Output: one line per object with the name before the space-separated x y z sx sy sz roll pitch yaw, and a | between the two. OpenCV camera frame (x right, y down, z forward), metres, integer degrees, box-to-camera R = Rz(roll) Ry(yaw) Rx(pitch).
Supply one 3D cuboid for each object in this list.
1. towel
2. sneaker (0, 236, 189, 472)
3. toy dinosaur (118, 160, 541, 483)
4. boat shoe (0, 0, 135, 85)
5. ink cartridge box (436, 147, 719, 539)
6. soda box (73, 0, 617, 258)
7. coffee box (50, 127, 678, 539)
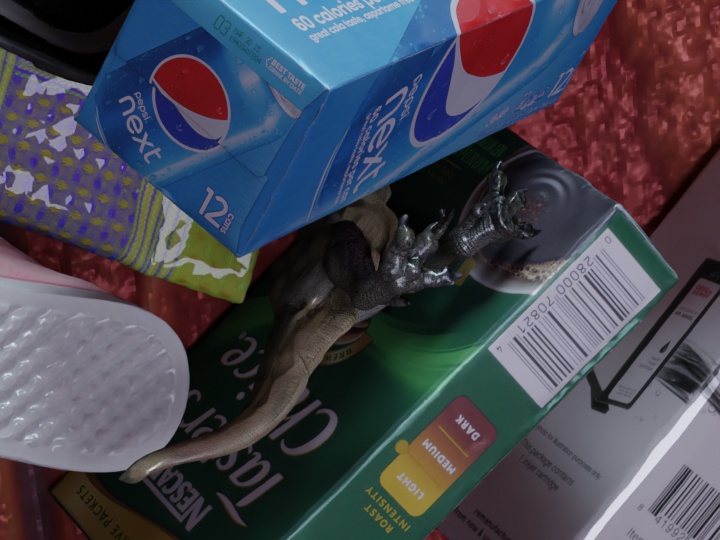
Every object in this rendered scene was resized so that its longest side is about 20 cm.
towel | -0.092 -0.079 0.953 0.200 0.023 0.144 22 98 -31
sneaker | -0.158 0.011 0.903 0.200 0.105 0.075 18 91 -36
toy dinosaur | 0.000 0.000 0.931 0.088 0.200 0.047 -20 114 32
boat shoe | -0.120 -0.115 0.857 0.201 0.063 0.074 30 96 -41
ink cartridge box | 0.148 0.062 1.090 0.146 0.084 0.200 39 89 -33
soda box | 0.005 -0.072 0.904 0.200 0.068 0.064 -28 153 -55
coffee box | -0.002 0.039 0.987 0.200 0.123 0.044 -45 124 -3
